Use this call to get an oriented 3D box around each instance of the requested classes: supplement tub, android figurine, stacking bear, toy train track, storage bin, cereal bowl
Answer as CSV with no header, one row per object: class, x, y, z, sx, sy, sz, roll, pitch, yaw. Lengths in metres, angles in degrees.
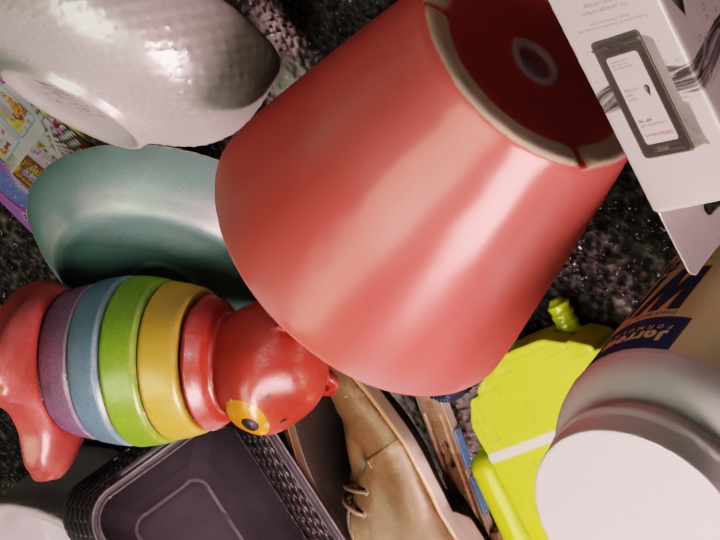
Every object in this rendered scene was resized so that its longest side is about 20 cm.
supplement tub,0.192,0.078,1.327,0.144,0.200,0.146,20,133,24
android figurine,0.143,0.114,1.494,0.181,0.041,0.201,-26,93,37
stacking bear,-0.114,0.059,1.521,0.198,0.114,0.122,-1,136,22
toy train track,0.079,0.149,1.602,0.114,0.032,0.201,-1,116,47
storage bin,-0.086,0.197,1.605,0.201,0.135,0.094,57,163,-7
cereal bowl,-0.151,-0.129,1.449,0.199,0.084,0.200,26,170,5

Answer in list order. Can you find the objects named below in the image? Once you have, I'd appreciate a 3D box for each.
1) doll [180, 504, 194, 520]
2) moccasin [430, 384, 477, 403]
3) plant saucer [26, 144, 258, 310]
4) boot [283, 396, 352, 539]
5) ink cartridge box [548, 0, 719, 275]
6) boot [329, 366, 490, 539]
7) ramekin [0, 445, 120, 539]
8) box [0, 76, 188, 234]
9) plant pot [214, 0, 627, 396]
doll,-0.078,0.218,1.713,0.048,0.137,0.200,-31,120,21
moccasin,0.000,0.000,1.506,0.201,0.068,0.080,59,152,-9
plant saucer,-0.120,-0.005,1.567,0.198,0.036,0.201,9,147,6
boot,-0.029,0.127,1.640,0.075,0.074,0.201,8,130,41
ink cartridge box,0.174,-0.112,1.253,0.068,0.116,0.201,-10,116,44
boot,0.013,0.131,1.553,0.075,0.074,0.201,-31,93,4
ramekin,-0.191,0.226,1.822,0.199,0.098,0.202,21,133,24
box,-0.198,-0.084,1.623,0.200,0.039,0.137,45,138,-1
plant pot,0.048,-0.060,1.355,0.200,0.200,0.177,43,128,1
